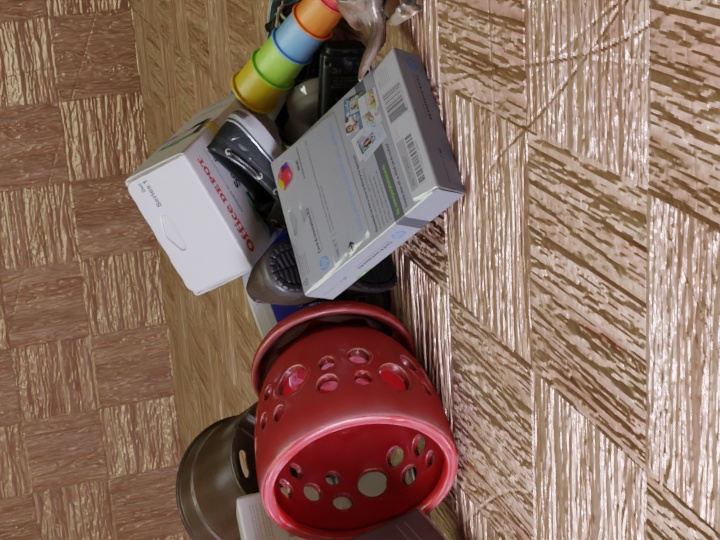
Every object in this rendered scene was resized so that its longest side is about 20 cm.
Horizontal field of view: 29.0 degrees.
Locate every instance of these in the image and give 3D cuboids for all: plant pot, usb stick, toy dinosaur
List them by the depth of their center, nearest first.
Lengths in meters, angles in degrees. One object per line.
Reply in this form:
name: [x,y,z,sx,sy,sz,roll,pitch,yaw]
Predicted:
toy dinosaur: [-0.003,-0.278,1.341,0.135,0.085,0.202,161,96,-75]
plant pot: [-0.013,0.147,1.415,0.184,0.198,0.202,-102,13,-47]
usb stick: [-0.021,-0.158,1.523,0.033,0.055,0.202,-100,11,-51]
plant pot: [-0.110,0.251,1.704,0.198,0.198,0.202,133,127,-62]

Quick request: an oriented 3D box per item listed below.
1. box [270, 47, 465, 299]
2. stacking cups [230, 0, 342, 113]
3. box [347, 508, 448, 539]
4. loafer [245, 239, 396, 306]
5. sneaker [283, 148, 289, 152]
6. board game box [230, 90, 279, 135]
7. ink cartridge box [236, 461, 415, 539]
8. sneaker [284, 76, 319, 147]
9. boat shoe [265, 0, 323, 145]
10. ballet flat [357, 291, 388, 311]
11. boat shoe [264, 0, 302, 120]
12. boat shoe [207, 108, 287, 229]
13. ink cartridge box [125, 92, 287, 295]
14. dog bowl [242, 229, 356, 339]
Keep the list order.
box: [0.001,-0.088,1.327,0.200,0.041,0.157,-38,56,37]
stacking cups: [-0.065,-0.255,1.486,0.200,0.060,0.061,-48,47,36]
box: [0.018,0.370,1.344,0.164,0.198,0.167,44,143,41]
loafer: [-0.043,-0.001,1.440,0.071,0.199,0.074,-26,73,40]
sneaker: [0.003,-0.111,1.434,0.199,0.091,0.067,24,153,47]
board game box: [-0.124,-0.103,1.702,0.135,0.034,0.202,-121,26,-59]
ink cartridge box: [-0.027,0.304,1.528,0.085,0.198,0.147,106,152,-69]
sneaker: [-0.042,-0.142,1.598,0.200,0.073,0.117,110,145,-76]
boat shoe: [-0.082,-0.237,1.670,0.091,0.070,0.202,-121,28,-64]
ballet flat: [0.000,0.000,1.550,0.067,0.046,0.202,-152,55,-73]
boat shoe: [-0.081,-0.261,1.568,0.201,0.060,0.074,-58,9,39]
boat shoe: [-0.088,-0.078,1.461,0.201,0.057,0.068,52,160,-27]
ink cartridge box: [-0.149,-0.089,1.511,0.146,0.083,0.200,59,-151,-16]
dog bowl: [-0.058,0.048,1.578,0.200,0.078,0.202,-23,-90,-81]
